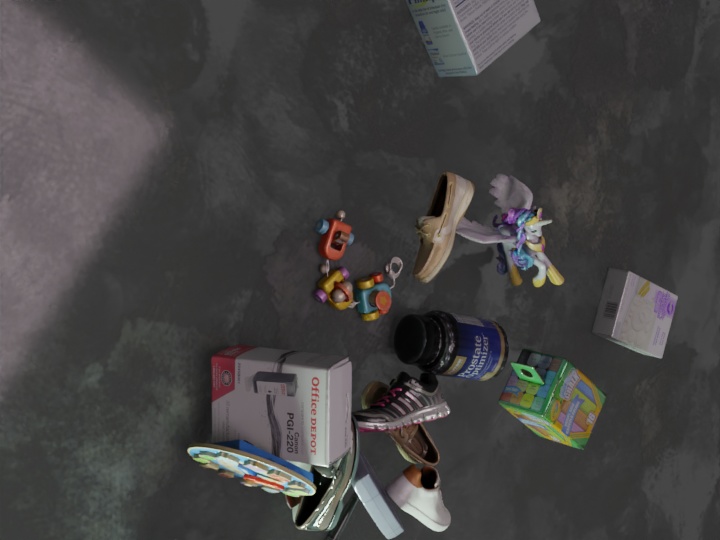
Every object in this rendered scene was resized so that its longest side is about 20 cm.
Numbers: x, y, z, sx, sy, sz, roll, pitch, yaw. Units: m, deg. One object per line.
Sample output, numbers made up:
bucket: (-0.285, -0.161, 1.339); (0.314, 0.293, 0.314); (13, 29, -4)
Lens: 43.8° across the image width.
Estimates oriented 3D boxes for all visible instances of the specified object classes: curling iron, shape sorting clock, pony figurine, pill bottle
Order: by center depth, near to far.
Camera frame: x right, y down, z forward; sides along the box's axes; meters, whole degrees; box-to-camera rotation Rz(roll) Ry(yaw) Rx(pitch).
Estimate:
shape sorting clock: (-0.160, 0.294, 1.310); (0.199, 0.198, 0.040); (36, 57, -34)
curling iron: (-0.045, 0.470, 1.525); (0.049, 0.026, 0.203); (24, 75, 1)
pill bottle: (0.159, 0.131, 1.582); (0.198, 0.111, 0.114); (11, 90, -38)
pony figurine: (0.276, -0.066, 1.617); (0.166, 0.192, 0.201); (-43, 138, -20)

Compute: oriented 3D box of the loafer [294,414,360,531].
loafer: (-0.052, 0.313, 1.369); (0.062, 0.072, 0.203); (0, 112, -36)

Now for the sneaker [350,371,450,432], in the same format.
sneaker: (0.059, 0.216, 1.494); (0.197, 0.073, 0.089); (-8, 84, -30)

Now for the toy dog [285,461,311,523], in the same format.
toy dog: (-0.082, 0.318, 1.435); (0.131, 0.096, 0.202); (-39, 117, -26)

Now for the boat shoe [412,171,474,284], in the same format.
boat shoe: (0.129, -0.078, 1.563); (0.069, 0.073, 0.203); (28, 78, -24)

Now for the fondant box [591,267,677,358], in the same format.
fondant box: (0.597, 0.094, 1.944); (0.198, 0.058, 0.147); (21, 84, -38)

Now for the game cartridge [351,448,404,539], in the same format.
game cartridge: (0.013, 0.352, 1.461); (0.041, 0.133, 0.201); (-32, 135, -6)

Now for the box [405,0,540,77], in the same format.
box: (0.185, -0.464, 1.524); (0.184, 0.104, 0.202); (-41, 119, -25)

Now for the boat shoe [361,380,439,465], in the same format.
boat shoe: (0.075, 0.268, 1.567); (0.072, 0.064, 0.201); (-51, 122, -20)

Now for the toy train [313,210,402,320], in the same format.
toy train: (0.000, 0.000, 1.479); (0.199, 0.055, 0.152); (28, 80, -36)

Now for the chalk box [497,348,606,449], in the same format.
chalk box: (0.363, 0.241, 1.746); (0.199, 0.124, 0.125); (38, 74, -33)

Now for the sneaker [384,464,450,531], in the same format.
sneaker: (0.125, 0.401, 1.591); (0.085, 0.073, 0.200); (-46, 139, 1)

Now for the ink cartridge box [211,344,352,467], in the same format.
ink cartridge box: (-0.117, 0.196, 1.321); (0.085, 0.196, 0.149); (-18, 110, -68)
